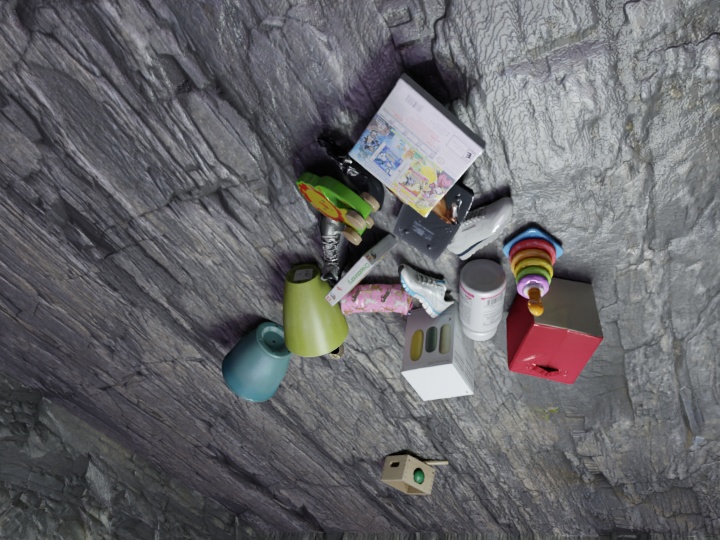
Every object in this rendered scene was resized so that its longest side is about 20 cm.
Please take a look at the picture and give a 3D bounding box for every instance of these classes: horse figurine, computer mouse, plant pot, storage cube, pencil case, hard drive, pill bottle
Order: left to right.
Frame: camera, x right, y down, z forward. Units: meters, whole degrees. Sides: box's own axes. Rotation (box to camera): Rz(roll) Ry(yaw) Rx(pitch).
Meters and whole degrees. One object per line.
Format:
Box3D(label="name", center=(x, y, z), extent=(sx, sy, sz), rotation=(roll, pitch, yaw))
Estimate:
Box3D(label="plant pot", center=(-0.306, 0.269, 1.685), extent=(0.197, 0.202, 0.189), rotation=(28, 122, -17))
Box3D(label="plant pot", center=(-0.137, 0.092, 1.462), extent=(0.182, 0.188, 0.204), rotation=(0, 123, 15))
Box3D(label="computer mouse", center=(-0.003, -0.206, 1.139), extent=(0.053, 0.139, 0.200), rotation=(-42, 129, 4))
Box3D(label="pencil case", center=(0.042, 0.079, 1.453), extent=(0.195, 0.083, 0.089), rotation=(0, 96, 14))
Box3D(label="horse figurine", center=(0.120, -0.178, 1.116), extent=(0.197, 0.050, 0.135), rotation=(15, 122, 31))
Box3D(label="hard drive", center=(0.160, -0.128, 1.190), extent=(0.133, 0.042, 0.202), rotation=(33, 135, 7))
Box3D(label="pill bottle", center=(0.303, 0.079, 1.359), extent=(0.110, 0.115, 0.202), rotation=(3, 138, 11))
Box3D(label="storage cube", center=(0.467, 0.141, 1.325), extent=(0.167, 0.202, 0.182), rotation=(12, 134, 2))

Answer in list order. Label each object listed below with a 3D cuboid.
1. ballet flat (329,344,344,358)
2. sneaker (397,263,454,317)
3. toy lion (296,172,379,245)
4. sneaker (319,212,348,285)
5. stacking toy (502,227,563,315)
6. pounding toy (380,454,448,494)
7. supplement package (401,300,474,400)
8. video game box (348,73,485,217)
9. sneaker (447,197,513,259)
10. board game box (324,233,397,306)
Box3D(label="ballet flat", center=(-0.091, 0.217, 1.666), extent=(0.066, 0.047, 0.202), rotation=(4, 138, 11))
Box3D(label="sneaker", center=(0.172, 0.037, 1.391), extent=(0.086, 0.076, 0.199), rotation=(-30, 129, 26))
Box3D(label="toy lion", center=(-0.058, -0.150, 1.171), extent=(0.190, 0.069, 0.200), rotation=(38, 169, 3))
Box3D(label="sneaker", center=(-0.067, -0.040, 1.320), extent=(0.073, 0.117, 0.202), rotation=(3, 138, 11))
Box3D(label="stacking toy", center=(0.386, 0.019, 1.203), extent=(0.115, 0.203, 0.110), rotation=(29, 137, -20))
Box3D(label="pounding toy", center=(0.221, 0.821, 2.211), extent=(0.182, 0.144, 0.199), rotation=(33, 146, -21))
Box3D(label="supplement package", center=(0.215, 0.219, 1.470), extent=(0.149, 0.203, 0.151), rotation=(-15, 133, 27))
Box3D(label="video game box", center=(0.103, -0.229, 1.015), extent=(0.199, 0.047, 0.183), rotation=(38, 125, -6))
Box3D(label="sneaker", center=(0.258, -0.101, 1.206), extent=(0.080, 0.077, 0.200), rotation=(35, 134, -10))
Box3D(label="board game box", center=(0.000, 0.000, 1.342), extent=(0.035, 0.126, 0.200), rotation=(47, 135, 3))
